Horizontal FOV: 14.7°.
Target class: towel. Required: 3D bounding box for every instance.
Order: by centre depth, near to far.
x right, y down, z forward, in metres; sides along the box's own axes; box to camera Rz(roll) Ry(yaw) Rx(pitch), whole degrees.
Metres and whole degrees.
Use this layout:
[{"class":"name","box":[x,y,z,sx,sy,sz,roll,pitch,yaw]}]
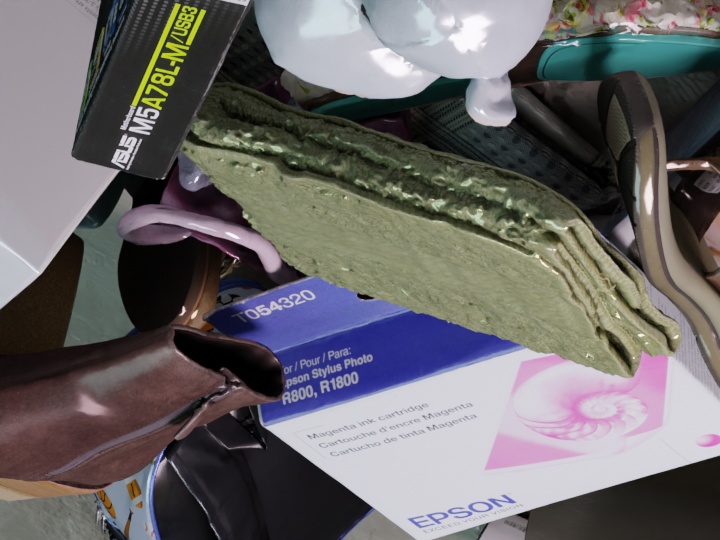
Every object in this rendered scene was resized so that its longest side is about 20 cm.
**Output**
[{"class":"towel","box":[0.028,-0.017,1.158,0.199,0.037,0.148,16,162,29]},{"class":"towel","box":[0.009,-0.081,1.365,0.200,0.035,0.192,35,158,-16]}]

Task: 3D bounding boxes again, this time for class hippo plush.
[{"class":"hippo plush","box":[0.051,-0.120,1.032,0.199,0.161,0.159,-5,139,36]}]

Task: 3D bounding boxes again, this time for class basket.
[{"class":"basket","box":[0.198,0.162,1.495,0.199,0.136,0.180,15,157,37]}]

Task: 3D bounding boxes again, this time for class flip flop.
[{"class":"flip flop","box":[0.147,-0.013,1.148,0.057,0.081,0.200,-23,132,12]}]

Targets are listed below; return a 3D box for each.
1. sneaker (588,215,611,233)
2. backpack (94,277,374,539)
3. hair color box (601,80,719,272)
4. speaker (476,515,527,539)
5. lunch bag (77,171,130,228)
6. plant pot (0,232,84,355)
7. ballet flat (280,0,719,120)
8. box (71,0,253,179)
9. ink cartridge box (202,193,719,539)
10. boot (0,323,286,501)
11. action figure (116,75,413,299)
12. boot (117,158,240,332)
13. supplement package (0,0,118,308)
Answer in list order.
[{"class":"sneaker","box":[0.103,0.050,1.408,0.076,0.105,0.200,29,156,2]},{"class":"backpack","box":[-0.078,0.098,1.633,0.154,0.200,0.191,32,156,29]},{"class":"hair color box","box":[0.187,-0.039,1.198,0.099,0.061,0.200,32,156,-4]},{"class":"speaker","box":[0.161,0.221,1.706,0.199,0.081,0.081,23,155,15]},{"class":"lunch bag","box":[-0.219,-0.105,1.451,0.200,0.122,0.170,0,143,51]},{"class":"plant pot","box":[-0.242,0.006,1.356,0.199,0.187,0.186,15,158,-10]},{"class":"ballet flat","box":[0.064,-0.106,1.159,0.199,0.064,0.076,-8,170,-3]},{"class":"box","box":[-0.057,-0.162,1.053,0.047,0.194,0.200,12,154,-12]},{"class":"ink cartridge box","box":[0.059,0.053,1.310,0.196,0.043,0.200,-19,145,28]},{"class":"boot","box":[-0.150,0.050,1.247,0.166,0.073,0.200,-23,155,29]},{"class":"action figure","box":[0.000,0.000,1.327,0.134,0.149,0.200,4,134,37]},{"class":"boot","box":[-0.078,-0.023,1.419,0.075,0.200,0.074,34,114,-23]},{"class":"supplement package","box":[-0.162,-0.101,1.243,0.152,0.200,0.151,39,156,-8]}]
